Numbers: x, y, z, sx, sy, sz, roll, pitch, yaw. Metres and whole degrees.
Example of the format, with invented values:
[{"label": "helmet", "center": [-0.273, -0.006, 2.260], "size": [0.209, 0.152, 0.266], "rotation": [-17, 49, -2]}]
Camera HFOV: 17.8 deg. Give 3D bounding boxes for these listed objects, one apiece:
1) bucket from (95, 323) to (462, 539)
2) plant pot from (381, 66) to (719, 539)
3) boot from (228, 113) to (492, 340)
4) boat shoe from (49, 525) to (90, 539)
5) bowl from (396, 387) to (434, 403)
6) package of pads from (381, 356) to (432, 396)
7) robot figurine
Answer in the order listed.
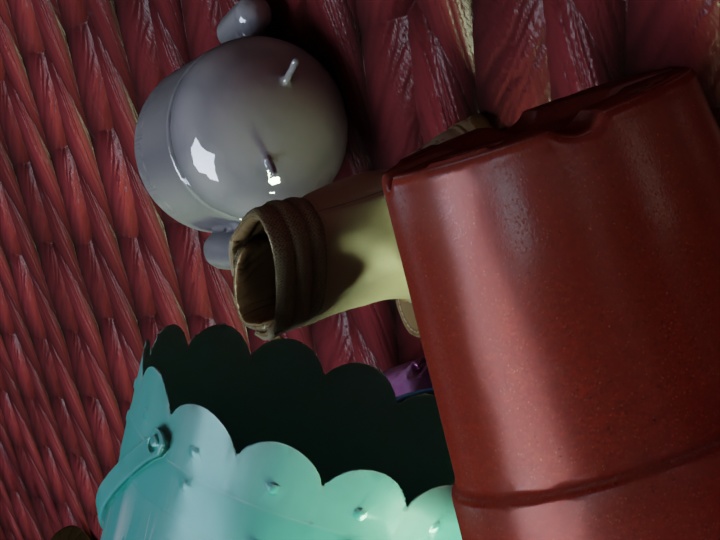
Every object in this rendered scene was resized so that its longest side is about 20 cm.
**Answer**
[{"label": "bucket", "center": [-0.036, 0.126, 1.160], "size": [0.207, 0.206, 0.136], "rotation": [35, 109, 52]}, {"label": "plant pot", "center": [0.108, 0.024, 1.027], "size": [0.201, 0.199, 0.197], "rotation": [-2, 109, 70]}, {"label": "boot", "center": [0.000, 0.000, 1.296], "size": [0.073, 0.154, 0.200], "rotation": [61, 161, 19]}, {"label": "boat shoe", "center": [-0.340, 0.411, 2.978], "size": [0.200, 0.072, 0.065], "rotation": [45, 165, 46]}, {"label": "bowl", "center": [0.065, 0.154, 1.308], "size": [0.201, 0.200, 0.039], "rotation": [53, 145, 20]}, {"label": "package of pads", "center": [-0.005, 0.134, 1.489], "size": [0.199, 0.075, 0.122], "rotation": [-20, 82, 38]}, {"label": "robot figurine", "center": [-0.076, -0.083, 1.447], "size": [0.200, 0.112, 0.171], "rotation": [167, 102, -71]}]
